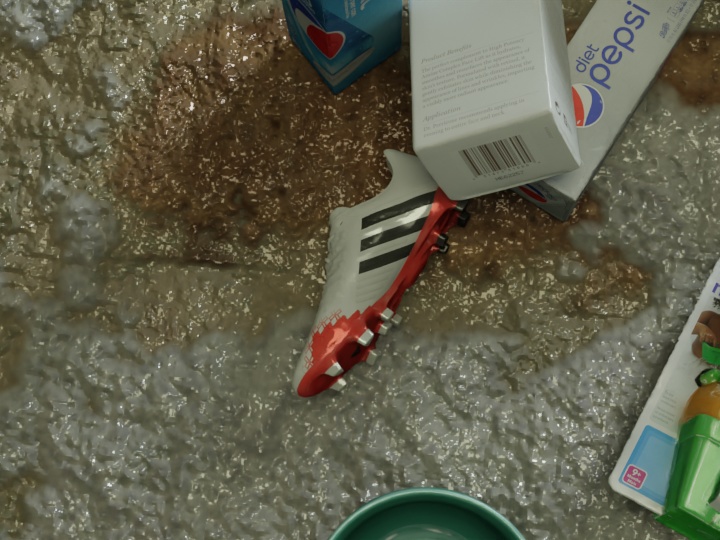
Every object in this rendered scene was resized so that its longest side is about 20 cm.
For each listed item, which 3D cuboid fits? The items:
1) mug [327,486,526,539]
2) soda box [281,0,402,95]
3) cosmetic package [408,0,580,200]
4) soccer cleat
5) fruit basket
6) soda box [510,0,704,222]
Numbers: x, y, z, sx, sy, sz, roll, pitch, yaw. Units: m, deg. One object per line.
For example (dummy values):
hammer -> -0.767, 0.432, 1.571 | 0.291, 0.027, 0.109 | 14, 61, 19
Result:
mug -> 0.028, 0.215, 0.745 | 0.184, 0.114, 0.153 | 22, 81, 7
soda box -> -0.014, -0.196, 0.784 | 0.068, 0.200, 0.064 | -36, 80, -5
cosmetic package -> 0.091, -0.159, 0.798 | 0.101, 0.074, 0.201 | -12, 57, 23
soccer cleat -> 0.000, 0.000, 0.817 | 0.085, 0.069, 0.200 | 32, 78, 16
fruit basket -> 0.293, 0.105, 0.765 | 0.185, 0.094, 0.201 | 30, 79, 8
soda box -> 0.178, -0.140, 0.837 | 0.068, 0.063, 0.201 | 32, 81, 9
